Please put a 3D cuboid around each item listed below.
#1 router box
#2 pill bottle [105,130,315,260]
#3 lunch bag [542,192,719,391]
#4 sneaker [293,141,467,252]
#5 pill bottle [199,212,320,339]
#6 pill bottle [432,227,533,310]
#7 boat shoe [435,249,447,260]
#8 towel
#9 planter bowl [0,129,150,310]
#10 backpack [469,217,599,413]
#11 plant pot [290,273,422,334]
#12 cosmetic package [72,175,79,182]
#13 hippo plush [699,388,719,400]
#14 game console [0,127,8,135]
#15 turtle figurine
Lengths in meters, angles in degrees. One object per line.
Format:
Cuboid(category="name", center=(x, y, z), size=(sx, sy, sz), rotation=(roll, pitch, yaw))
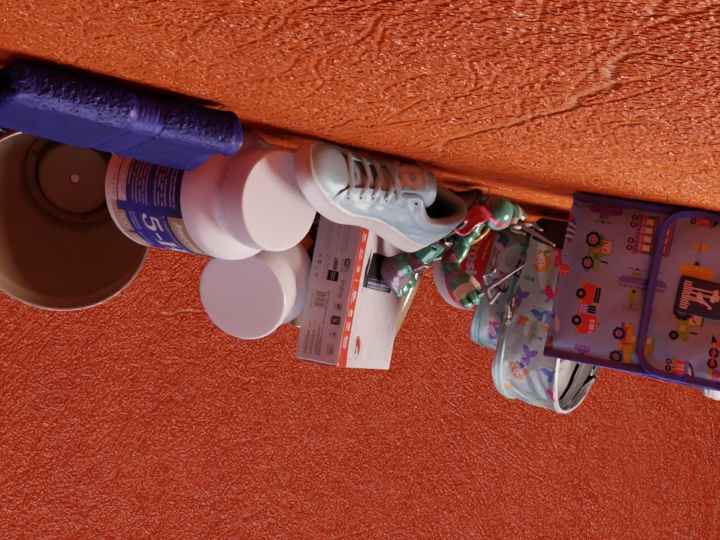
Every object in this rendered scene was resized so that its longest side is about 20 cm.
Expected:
Cuboid(category="router box", center=(0.000, 0.000, 1.670), size=(0.048, 0.203, 0.179), rotation=(10, 179, 18))
Cuboid(category="pill bottle", center=(-0.137, -0.073, 1.473), size=(0.119, 0.121, 0.199), rotation=(12, 178, -42))
Cuboid(category="lunch bag", center=(0.281, 0.023, 1.421), size=(0.198, 0.153, 0.094), rotation=(10, 178, 32))
Cuboid(category="sneaker", center=(0.023, -0.080, 1.441), size=(0.081, 0.075, 0.199), rotation=(-26, 151, 31))
Cuboid(category="pill bottle", center=(-0.087, -0.012, 1.665), size=(0.113, 0.116, 0.200), rotation=(10, -155, 15))
Cuboid(category="pill bottle", center=(0.191, 0.001, 1.938), size=(0.111, 0.114, 0.199), rotation=(12, 178, -40))
Cuboid(category="boat shoe", center=(0.018, -0.058, 1.868), size=(0.198, 0.075, 0.060), rotation=(19, -174, 21))
Cuboid(category="towel", center=(-0.207, -0.132, 1.312), size=(0.198, 0.050, 0.147), rotation=(12, 171, -25))
Cuboid(category="planter bowl", center=(-0.307, -0.079, 1.663), size=(0.197, 0.203, 0.135), rotation=(11, -154, -4))
Cuboid(category="backpack", center=(0.204, 0.047, 1.701), size=(0.149, 0.203, 0.177), rotation=(10, -176, 22))
Cuboid(category="plant pot", center=(-0.009, 0.000, 2.093), size=(0.197, 0.180, 0.200), rotation=(10, 178, 0))
Cuboid(category="cosmetic package", center=(-0.314, -0.097, 2.111), size=(0.072, 0.105, 0.199), rotation=(6, 177, 42))
Cuboid(category="hippo plush", center=(0.512, 0.060, 2.053), size=(0.158, 0.161, 0.201), rotation=(-6, 137, -6))
Cuboid(category="game console", center=(-0.485, -0.129, 1.897), size=(0.169, 0.120, 0.199), rotation=(12, 177, -41))
Cuboid(category="turtle figurine", center=(0.108, -0.036, 1.600), size=(0.199, 0.101, 0.150), rotation=(-14, -157, 51))
